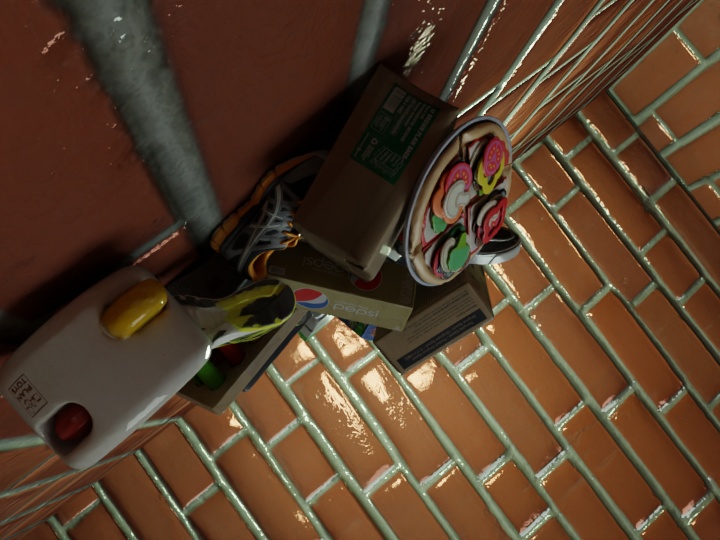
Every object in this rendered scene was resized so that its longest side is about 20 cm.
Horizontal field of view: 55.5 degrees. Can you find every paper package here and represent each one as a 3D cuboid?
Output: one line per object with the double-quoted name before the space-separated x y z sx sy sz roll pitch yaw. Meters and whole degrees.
"paper package" 0.018 -0.100 0.790 0.202 0.103 0.191 -60 176 -2

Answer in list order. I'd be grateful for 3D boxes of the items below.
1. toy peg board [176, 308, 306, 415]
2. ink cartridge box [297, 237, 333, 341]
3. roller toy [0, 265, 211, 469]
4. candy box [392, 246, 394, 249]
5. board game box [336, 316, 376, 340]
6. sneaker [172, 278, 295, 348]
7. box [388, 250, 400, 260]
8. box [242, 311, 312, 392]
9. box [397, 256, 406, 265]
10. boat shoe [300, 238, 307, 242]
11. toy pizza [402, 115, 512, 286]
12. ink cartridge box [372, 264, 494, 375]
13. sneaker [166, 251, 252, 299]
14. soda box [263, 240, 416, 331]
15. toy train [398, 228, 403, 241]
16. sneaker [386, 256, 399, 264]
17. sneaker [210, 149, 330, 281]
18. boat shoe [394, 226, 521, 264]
"toy peg board" -0.214 0.083 1.003 0.199 0.098 0.200 6 -130 51
"ink cartridge box" -0.107 0.038 1.287 0.084 0.147 0.200 -37 175 -19
"roller toy" -0.257 0.090 0.689 0.182 0.140 0.200 -42 -174 -13
"candy box" 0.050 -0.093 1.003 0.197 0.062 0.137 -2 145 -19
"board game box" 0.020 0.077 1.158 0.199 0.135 0.035 20 104 -55
"sneaker" -0.175 0.069 0.851 0.197 0.076 0.085 -10 163 -5
"box" 0.037 -0.092 1.154 0.101 0.114 0.200 17 133 -40
"box" -0.188 0.100 1.102 0.161 0.049 0.199 -47 -150 -22
"box" 0.112 -0.120 1.309 0.182 0.104 0.201 -39 -162 28
"boat shoe" -0.097 -0.015 1.074 0.198 0.075 0.065 -8 -177 39
"toy pizza" 0.120 -0.071 0.768 0.199 0.032 0.202 -33 138 -36
"ink cartridge box" 0.109 0.045 1.037 0.164 0.075 0.201 -35 -164 19
"sneaker" -0.191 0.022 0.940 0.199 0.075 0.106 -40 175 6
"soda box" -0.028 0.019 0.908 0.068 0.197 0.065 109 -6 -56
"toy train" 0.065 -0.057 0.888 0.199 0.034 0.046 -10 -135 52
"sneaker" 0.000 0.000 0.983 0.199 0.073 0.071 28 96 -48
"sneaker" -0.095 -0.066 0.819 0.200 0.078 0.078 -43 171 30
"boat shoe" 0.146 -0.053 0.977 0.197 0.071 0.064 -1 125 -19
